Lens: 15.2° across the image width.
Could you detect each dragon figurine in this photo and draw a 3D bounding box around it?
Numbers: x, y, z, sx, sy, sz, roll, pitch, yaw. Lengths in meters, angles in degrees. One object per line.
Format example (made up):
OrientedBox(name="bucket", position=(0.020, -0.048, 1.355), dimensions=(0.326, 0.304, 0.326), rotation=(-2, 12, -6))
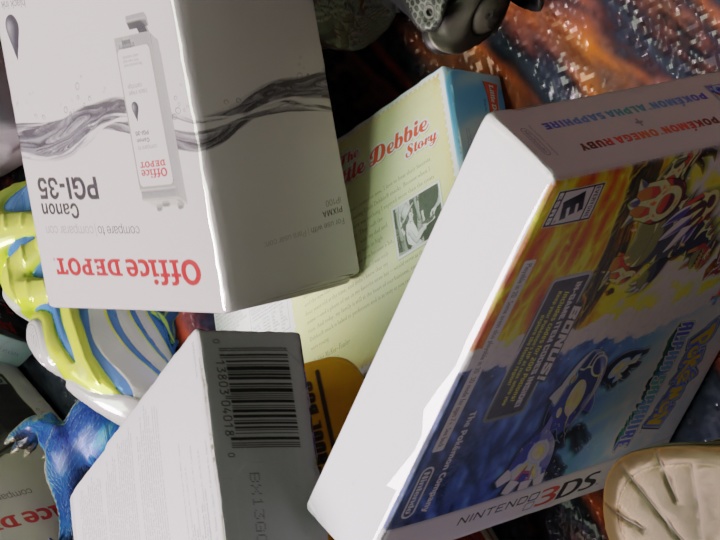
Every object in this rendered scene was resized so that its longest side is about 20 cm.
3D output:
OrientedBox(name="dragon figurine", position=(-0.121, 0.078, 1.395), dimensions=(0.099, 0.059, 0.201), rotation=(32, 92, 41))

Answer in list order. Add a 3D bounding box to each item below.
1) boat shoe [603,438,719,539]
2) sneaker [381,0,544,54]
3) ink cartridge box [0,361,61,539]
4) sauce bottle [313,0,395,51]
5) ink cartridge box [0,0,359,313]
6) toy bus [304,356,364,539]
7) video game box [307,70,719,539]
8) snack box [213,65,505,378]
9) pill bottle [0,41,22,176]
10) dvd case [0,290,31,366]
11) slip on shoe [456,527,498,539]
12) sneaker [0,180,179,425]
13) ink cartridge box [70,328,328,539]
OrientedBox(name="boat shoe", position=(0.194, 0.090, 1.051), dimensions=(0.199, 0.066, 0.075), rotation=(5, 101, 34))
OrientedBox(name="sneaker", position=(0.063, -0.163, 1.140), dimensions=(0.199, 0.076, 0.115), rotation=(-28, 79, 51))
OrientedBox(name="ink cartridge box", position=(-0.235, 0.117, 1.478), dimensions=(0.200, 0.145, 0.084), rotation=(45, 128, 32))
OrientedBox(name="sauce bottle", position=(-0.068, -0.149, 1.295), dimensions=(0.199, 0.064, 0.065), rotation=(16, 110, 44))
OrientedBox(name="ink cartridge box", position=(-0.088, -0.085, 1.228), dimensions=(0.146, 0.082, 0.201), rotation=(1, 103, 49))
OrientedBox(name="toy bus", position=(-0.002, 0.138, 1.166), dimensions=(0.065, 0.078, 0.201), rotation=(73, -177, -57))
OrientedBox(name="video game box", position=(0.086, 0.016, 1.069), dimensions=(0.047, 0.182, 0.201), rotation=(44, 128, 27))
OrientedBox(name="snack box", position=(0.000, 0.000, 1.252), dimensions=(0.200, 0.037, 0.117), rotation=(-32, 59, 47))
OrientedBox(name="pill bottle", position=(-0.252, -0.146, 1.466), dimensions=(0.113, 0.113, 0.201), rotation=(-32, 74, 47))
OrientedBox(name="dvd case", position=(-0.273, -0.036, 1.496), dimensions=(0.022, 0.146, 0.200), rotation=(-45, 62, 11))
OrientedBox(name="slip on shoe", position=(0.042, 0.153, 1.240), dimensions=(0.074, 0.061, 0.201), rotation=(-49, 64, 40))
OrientedBox(name="sneaker", position=(-0.122, -0.001, 1.342), dimensions=(0.105, 0.076, 0.200), rotation=(-50, 50, 6))
OrientedBox(name="ink cartridge box", position=(-0.073, 0.113, 1.162), dimensions=(0.200, 0.050, 0.110), rotation=(131, 136, -58))
